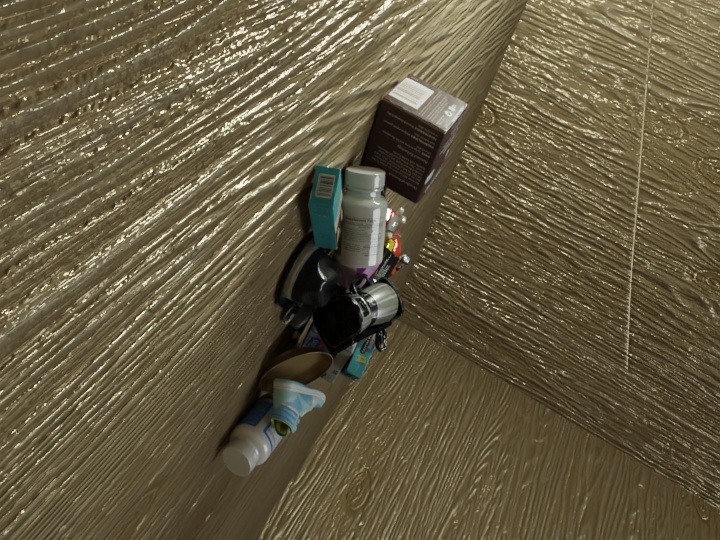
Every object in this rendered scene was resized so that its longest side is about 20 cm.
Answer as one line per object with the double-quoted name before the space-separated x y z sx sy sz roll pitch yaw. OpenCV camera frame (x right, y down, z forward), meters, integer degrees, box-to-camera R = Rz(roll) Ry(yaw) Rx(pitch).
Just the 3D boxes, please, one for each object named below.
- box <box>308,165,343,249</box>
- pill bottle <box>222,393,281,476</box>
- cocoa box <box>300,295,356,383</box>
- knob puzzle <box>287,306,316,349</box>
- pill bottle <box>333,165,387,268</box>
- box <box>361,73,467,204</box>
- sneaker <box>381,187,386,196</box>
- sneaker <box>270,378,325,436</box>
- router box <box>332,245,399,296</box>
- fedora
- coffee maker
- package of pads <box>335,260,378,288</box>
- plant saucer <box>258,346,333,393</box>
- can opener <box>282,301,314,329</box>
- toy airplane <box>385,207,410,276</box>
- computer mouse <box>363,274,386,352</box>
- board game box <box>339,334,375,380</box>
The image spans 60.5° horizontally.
"box" -0.065 -0.117 1.206 0.201 0.048 0.085 90 10 -71
"pill bottle" -0.256 0.407 1.533 0.200 0.110 0.114 -47 163 -55
"cocoa box" -0.083 0.188 1.699 0.135 0.129 0.201 -64 -177 -38
"knob puzzle" -0.153 0.155 1.624 0.224 0.030 0.220 -63 -179 3
"pill bottle" 0.002 -0.119 1.353 0.114 0.111 0.206 -42 140 -65
"box" 0.121 -0.305 1.424 0.167 0.162 0.203 -52 167 -45
"sneaker" 0.028 -0.177 1.619 0.105 0.059 0.203 99 15 -67
"sneaker" -0.162 0.352 1.543 0.199 0.078 0.134 35 59 -52
"router box" 0.000 0.000 1.662 0.202 0.148 0.051 -56 -167 -30
"fedora" -0.098 0.018 1.343 0.204 0.090 0.201 -60 171 -16
"coffee maker" -0.014 0.121 1.477 0.198 0.134 0.195 -16 140 -54
"package of pads" -0.010 -0.056 1.538 0.121 0.074 0.203 -51 150 -32
"plant saucer" -0.165 0.243 1.547 0.195 0.036 0.202 -20 151 -11
"can opener" -0.113 0.063 1.471 0.200 0.066 0.054 -48 165 -36
"toy airplane" 0.075 -0.106 1.923 0.200 0.137 0.205 -122 -138 -57
"computer mouse" 0.047 0.107 1.594 0.034 0.206 0.058 -18 167 38
"board game box" 0.012 0.195 1.686 0.204 0.046 0.151 -64 -177 -15
